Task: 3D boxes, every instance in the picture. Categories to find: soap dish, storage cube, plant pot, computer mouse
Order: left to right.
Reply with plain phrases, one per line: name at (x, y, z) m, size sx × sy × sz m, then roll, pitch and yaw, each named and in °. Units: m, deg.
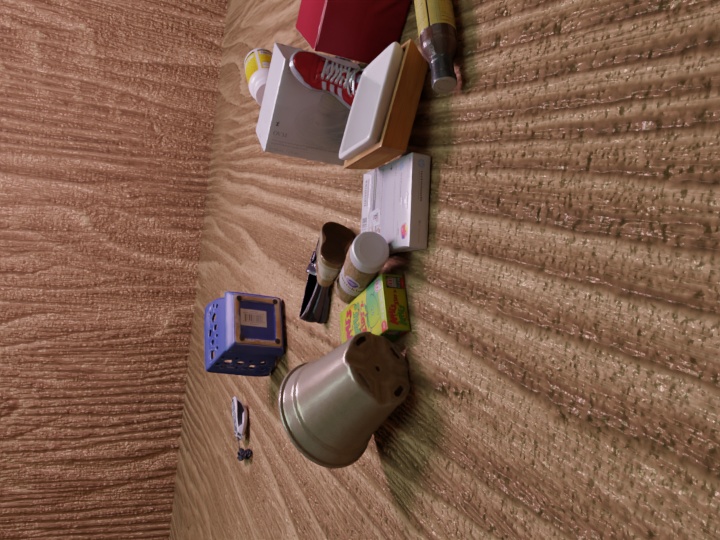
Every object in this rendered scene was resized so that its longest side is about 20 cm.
computer mouse at (-0.380, 0.504, 1.986) m, size 0.110 × 0.043 × 0.205 m, roll 132°, pitch 132°, yaw -60°
plant pot at (-0.320, 0.171, 1.738) m, size 0.179 × 0.196 × 0.205 m, roll -40°, pitch 49°, yaw 50°
plant pot at (-0.014, 0.209, 1.072) m, size 0.183 × 0.197 × 0.204 m, roll -45°, pitch 45°, yaw 38°
storage cube at (-0.015, -0.523, 1.208) m, size 0.201 × 0.167 × 0.183 m, roll -118°, pitch 40°, yaw -50°
soap dish at (0.041, -0.284, 1.098) m, size 0.157 × 0.080 × 0.205 m, roll -12°, pitch 59°, yaw 65°

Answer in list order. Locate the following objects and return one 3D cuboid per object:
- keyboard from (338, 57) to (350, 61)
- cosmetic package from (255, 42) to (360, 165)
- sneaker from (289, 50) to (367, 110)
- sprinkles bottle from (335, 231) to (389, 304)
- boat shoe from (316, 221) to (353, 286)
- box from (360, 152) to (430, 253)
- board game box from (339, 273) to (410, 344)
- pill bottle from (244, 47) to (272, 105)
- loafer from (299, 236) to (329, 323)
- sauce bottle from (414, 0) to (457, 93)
keyboard at (-0.037, -0.500, 1.437) m, size 0.127 × 0.020 × 0.205 m, roll -135°, pitch 53°, yaw -67°
cosmetic package at (-0.106, -0.357, 1.345) m, size 0.124 × 0.195 × 0.204 m, roll -120°, pitch 42°, yaw -53°
sneaker at (-0.036, -0.375, 1.206) m, size 0.112 × 0.197 × 0.073 m, roll 7°, pitch 78°, yaw 58°
sprinkles bottle at (0.000, 0.000, 1.145) m, size 0.201 × 0.066 × 0.070 m, roll 117°, pitch 151°, yaw -66°
boat shoe at (-0.061, -0.038, 1.272) m, size 0.201 × 0.070 × 0.066 m, roll -75°, pitch 7°, yaw -62°
box at (0.058, -0.113, 1.118) m, size 0.199 × 0.040 × 0.161 m, roll 172°, pitch 101°, yaw -67°
board game box at (0.021, 0.095, 1.151) m, size 0.200 × 0.046 × 0.104 m, roll 135°, pitch 135°, yaw -55°
pill bottle at (-0.300, -0.599, 1.938) m, size 0.203 × 0.110 × 0.114 m, roll -108°, pitch 34°, yaw -43°
loafer at (-0.102, 0.020, 1.424) m, size 0.072 × 0.061 × 0.206 m, roll -174°, pitch 89°, yaw -65°
sauce bottle at (0.123, -0.383, 0.997) m, size 0.065 × 0.063 × 0.205 m, roll 142°, pitch 129°, yaw -58°
